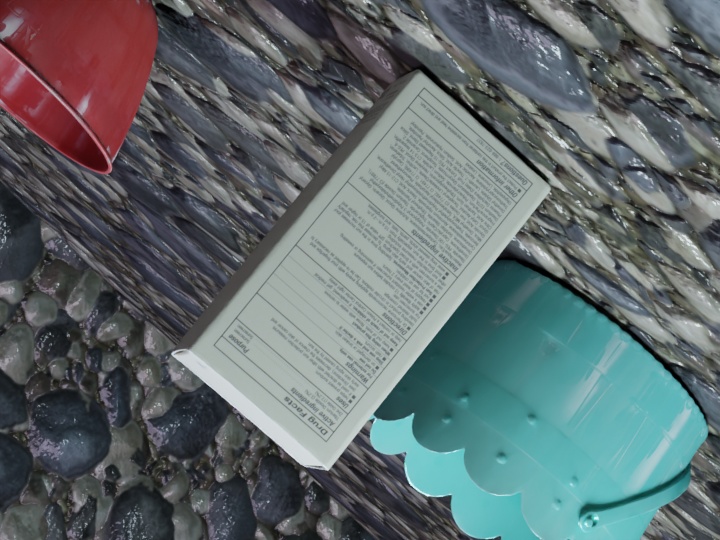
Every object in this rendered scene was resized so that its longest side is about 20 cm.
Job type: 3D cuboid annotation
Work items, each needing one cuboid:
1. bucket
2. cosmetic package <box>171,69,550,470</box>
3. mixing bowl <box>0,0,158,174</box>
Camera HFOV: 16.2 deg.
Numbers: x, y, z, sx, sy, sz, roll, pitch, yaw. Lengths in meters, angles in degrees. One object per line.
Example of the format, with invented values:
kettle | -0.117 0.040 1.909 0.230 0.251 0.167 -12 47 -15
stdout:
bucket | 0.111 0.101 1.590 0.207 0.135 0.207 39 170 8
cosmetic package | 0.000 0.000 1.380 0.103 0.200 0.073 42 170 -8
mixing bowl | -0.207 -0.169 1.658 0.200 0.109 0.200 38 170 8
